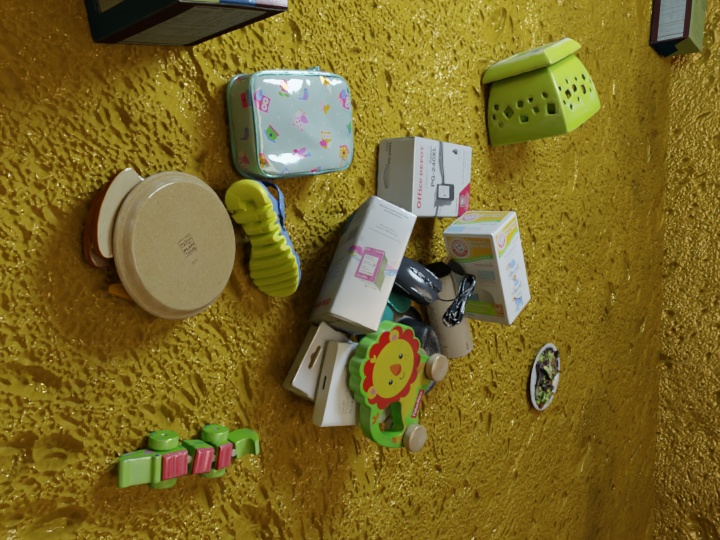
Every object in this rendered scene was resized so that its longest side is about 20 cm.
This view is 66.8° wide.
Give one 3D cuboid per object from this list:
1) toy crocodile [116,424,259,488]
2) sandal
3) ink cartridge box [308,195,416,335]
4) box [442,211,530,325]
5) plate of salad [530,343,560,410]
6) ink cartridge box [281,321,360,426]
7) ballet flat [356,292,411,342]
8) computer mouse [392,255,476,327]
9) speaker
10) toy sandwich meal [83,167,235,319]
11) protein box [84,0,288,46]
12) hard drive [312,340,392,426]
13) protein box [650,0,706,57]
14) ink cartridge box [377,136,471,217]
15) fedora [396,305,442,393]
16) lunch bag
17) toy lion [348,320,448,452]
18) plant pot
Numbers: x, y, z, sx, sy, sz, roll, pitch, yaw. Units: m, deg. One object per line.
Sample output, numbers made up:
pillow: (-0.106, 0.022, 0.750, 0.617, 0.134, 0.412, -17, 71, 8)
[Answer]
toy crocodile: (-0.229, 0.254, 0.741, 0.200, 0.062, 0.068, 7, 90, -47)
sandal: (-0.131, -0.052, 0.804, 0.087, 0.079, 0.200, -77, 161, -58)
ink cartridge box: (0.000, 0.000, 0.885, 0.085, 0.145, 0.200, 25, 75, -12)
box: (0.251, -0.008, 1.078, 0.101, 0.112, 0.200, -39, 123, -39)
plate of salad: (0.556, 0.317, 1.614, 0.200, 0.048, 0.201, -7, 100, -46)
ink cartridge box: (-0.051, 0.172, 0.920, 0.200, 0.067, 0.116, 43, 64, -42)
ballet flat: (0.037, 0.081, 0.990, 0.068, 0.072, 0.200, 46, 25, -3)
computer mouse: (0.122, 0.003, 1.009, 0.140, 0.200, 0.046, -50, 166, -36)
speaker: (0.180, 0.083, 1.152, 0.081, 0.081, 0.200, -38, 120, -38)
toy sandwich meal: (-0.246, -0.032, 0.689, 0.205, 0.070, 0.206, -2, 92, -58)
protein box: (-0.205, -0.366, 0.587, 0.135, 0.200, 0.199, -21, 110, -44)
hard drive: (0.008, 0.190, 0.916, 0.200, 0.026, 0.132, 15, 86, -50)
protein box: (1.231, -0.963, 2.111, 0.198, 0.135, 0.200, 0, 96, -47)
ink cartridge box: (0.128, -0.175, 1.058, 0.200, 0.083, 0.146, -7, 101, -48)
fedora: (0.104, 0.170, 1.068, 0.200, 0.091, 0.201, -8, 101, -47)
lunch bag: (-0.099, -0.220, 0.813, 0.200, 0.077, 0.161, -18, 106, -45)
toy lion: (0.051, 0.188, 0.898, 0.192, 0.069, 0.200, 22, 83, -43)
plant pot: (0.409, -0.415, 1.259, 0.200, 0.199, 0.182, -36, 114, -39)
